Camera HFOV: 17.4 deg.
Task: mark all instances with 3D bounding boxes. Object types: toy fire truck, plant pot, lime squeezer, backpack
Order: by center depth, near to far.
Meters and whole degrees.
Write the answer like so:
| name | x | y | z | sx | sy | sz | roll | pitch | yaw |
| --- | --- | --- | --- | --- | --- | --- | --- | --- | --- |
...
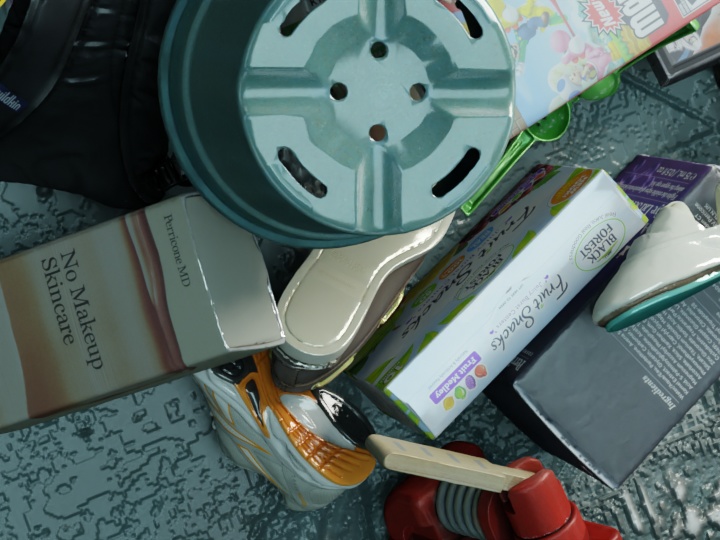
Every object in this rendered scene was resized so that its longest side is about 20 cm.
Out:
| name | x | y | z | sx | sy | sz | roll | pitch | yaw |
| --- | --- | --- | --- | --- | --- | --- | --- | --- | --- |
| plant pot | -0.005 | -0.103 | 1.304 | 0.198 | 0.196 | 0.202 | -1 | 96 | -10 |
| backpack | -0.168 | -0.152 | 1.465 | 0.166 | 0.127 | 0.201 | 8 | 120 | -21 |
| toy fire truck | 0.070 | 0.156 | 1.521 | 0.128 | 0.175 | 0.201 | -38 | 117 | -27 |
| lime squeezer | 0.141 | -0.116 | 1.584 | 0.200 | 0.071 | 0.038 | -38 | 92 | 15 |

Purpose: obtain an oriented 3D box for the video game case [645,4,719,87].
| name | x | y | z | sx | sy | sz | roll | pitch | yaw |
| --- | --- | --- | --- | --- | --- | --- | --- | --- | --- |
| video game case | 0.253 | -0.245 | 1.603 | 0.199 | 0.026 | 0.182 | -24 | 82 | -11 |

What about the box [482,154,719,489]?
| name | x | y | z | sx | sy | sz | roll | pitch | yaw |
| --- | --- | --- | --- | --- | --- | --- | --- | --- | --- |
| box | 0.179 | 0.030 | 1.575 | 0.104 | 0.148 | 0.200 | 45 | 83 | -13 |

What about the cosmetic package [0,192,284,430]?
| name | x | y | z | sx | sy | sz | roll | pitch | yaw |
| --- | --- | --- | --- | --- | --- | --- | --- | --- | --- |
| cosmetic package | -0.162 | 0.028 | 1.461 | 0.199 | 0.087 | 0.104 | -20 | 85 | 22 |

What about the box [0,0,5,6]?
| name | x | y | z | sx | sy | sz | roll | pitch | yaw |
| --- | --- | --- | --- | --- | --- | --- | --- | --- | --- |
| box | -0.240 | -0.243 | 1.423 | 0.160 | 0.200 | 0.049 | -52 | 133 | -4 |

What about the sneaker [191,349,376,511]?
| name | x | y | z | sx | sy | sz | roll | pitch | yaw |
| --- | --- | --- | --- | --- | --- | --- | --- | --- | --- |
| sneaker | -0.083 | 0.082 | 1.556 | 0.200 | 0.092 | 0.076 | 49 | 50 | 8 |

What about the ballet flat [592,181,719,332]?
| name | x | y | z | sx | sy | sz | roll | pitch | yaw |
| --- | --- | --- | --- | --- | --- | --- | --- | --- | --- |
| ballet flat | 0.224 | -0.021 | 1.480 | 0.199 | 0.069 | 0.070 | -20 | 100 | -15 |

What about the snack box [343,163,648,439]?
| name | x | y | z | sx | sy | sz | roll | pitch | yaw |
| --- | --- | --- | --- | --- | --- | --- | --- | --- | --- |
| snack box | 0.084 | 0.017 | 1.553 | 0.200 | 0.142 | 0.053 | -45 | 103 | -6 |

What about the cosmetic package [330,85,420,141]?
| name | x | y | z | sx | sy | sz | roll | pitch | yaw |
| --- | --- | --- | --- | --- | --- | --- | --- | --- | --- |
| cosmetic package | 0.062 | -0.168 | 1.559 | 0.199 | 0.087 | 0.104 | -34 | 100 | -9 |

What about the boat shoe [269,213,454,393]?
| name | x | y | z | sx | sy | sz | roll | pitch | yaw |
| --- | --- | --- | --- | --- | --- | --- | --- | --- | --- |
| boat shoe | 0.000 | 0.000 | 1.549 | 0.072 | 0.060 | 0.200 | 30 | 52 | 7 |

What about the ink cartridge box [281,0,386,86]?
| name | x | y | z | sx | sy | sz | roll | pitch | yaw |
| --- | --- | --- | --- | --- | --- | --- | --- | --- | --- |
| ink cartridge box | 0.001 | -0.231 | 1.456 | 0.144 | 0.084 | 0.201 | -24 | 97 | -10 |

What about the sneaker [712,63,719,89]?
| name | x | y | z | sx | sy | sz | roll | pitch | yaw |
| --- | --- | --- | --- | --- | --- | --- | --- | --- | --- |
| sneaker | 0.319 | -0.088 | 1.641 | 0.080 | 0.074 | 0.201 | -26 | 102 | -13 |

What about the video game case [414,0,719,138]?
| name | x | y | z | sx | sy | sz | roll | pitch | yaw |
| --- | --- | --- | --- | --- | --- | --- | --- | --- | --- |
| video game case | 0.109 | -0.176 | 1.430 | 0.199 | 0.017 | 0.144 | -33 | 101 | -9 |
